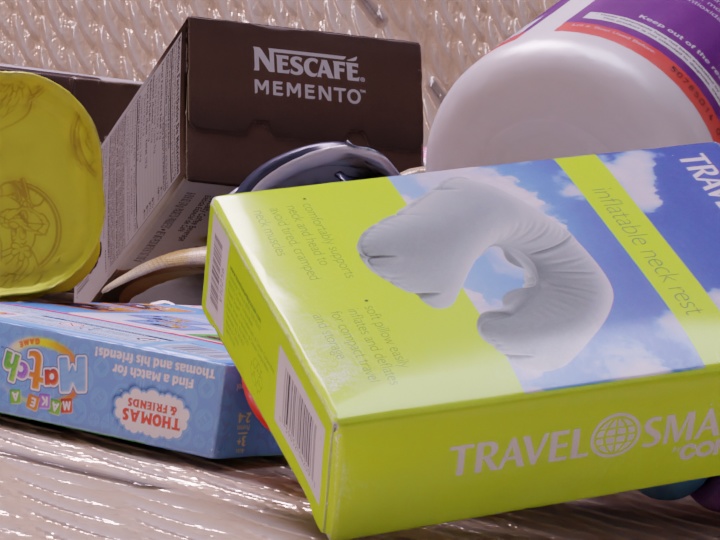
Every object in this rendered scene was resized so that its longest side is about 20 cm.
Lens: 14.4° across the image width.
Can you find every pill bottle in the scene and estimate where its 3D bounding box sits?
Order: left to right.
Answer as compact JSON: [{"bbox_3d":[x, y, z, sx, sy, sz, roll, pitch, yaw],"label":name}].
[{"bbox_3d":[0.112,-0.059,1.063,0.112,0.113,0.200,8,26,27],"label":"pill bottle"}]

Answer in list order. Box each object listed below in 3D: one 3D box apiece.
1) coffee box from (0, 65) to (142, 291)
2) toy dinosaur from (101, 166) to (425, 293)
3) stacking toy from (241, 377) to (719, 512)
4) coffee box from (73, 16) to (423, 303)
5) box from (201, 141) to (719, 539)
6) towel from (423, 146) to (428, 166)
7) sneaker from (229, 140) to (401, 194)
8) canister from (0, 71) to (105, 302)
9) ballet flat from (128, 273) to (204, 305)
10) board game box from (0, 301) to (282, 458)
[{"bbox_3d":[-0.185,-0.055,1.558,0.079,0.114,0.199,4,4,-40],"label":"coffee box"},{"bbox_3d":[0.000,0.000,1.189,0.199,0.058,0.101,20,35,16],"label":"toy dinosaur"},{"bbox_3d":[0.059,0.034,0.939,0.199,0.086,0.085,6,4,-15],"label":"stacking toy"},{"bbox_3d":[-0.055,-0.037,1.320,0.112,0.080,0.200,6,-21,-19],"label":"coffee box"},{"bbox_3d":[0.064,0.016,0.868,0.199,0.048,0.122,-7,36,-19],"label":"box"},{"bbox_3d":[0.134,-0.054,1.277,0.199,0.030,0.146,-28,37,-11],"label":"towel"},{"bbox_3d":[0.039,-0.007,1.098,0.199,0.071,0.109,4,-6,-2],"label":"sneaker"},{"bbox_3d":[-0.194,-0.024,1.135,0.148,0.087,0.200,-3,-2,-18],"label":"canister"},{"bbox_3d":[-0.004,0.033,1.235,0.199,0.047,0.068,0,33,-14],"label":"ballet flat"},{"bbox_3d":[-0.054,0.038,1.050,0.151,0.037,0.200,9,4,33],"label":"board game box"}]
